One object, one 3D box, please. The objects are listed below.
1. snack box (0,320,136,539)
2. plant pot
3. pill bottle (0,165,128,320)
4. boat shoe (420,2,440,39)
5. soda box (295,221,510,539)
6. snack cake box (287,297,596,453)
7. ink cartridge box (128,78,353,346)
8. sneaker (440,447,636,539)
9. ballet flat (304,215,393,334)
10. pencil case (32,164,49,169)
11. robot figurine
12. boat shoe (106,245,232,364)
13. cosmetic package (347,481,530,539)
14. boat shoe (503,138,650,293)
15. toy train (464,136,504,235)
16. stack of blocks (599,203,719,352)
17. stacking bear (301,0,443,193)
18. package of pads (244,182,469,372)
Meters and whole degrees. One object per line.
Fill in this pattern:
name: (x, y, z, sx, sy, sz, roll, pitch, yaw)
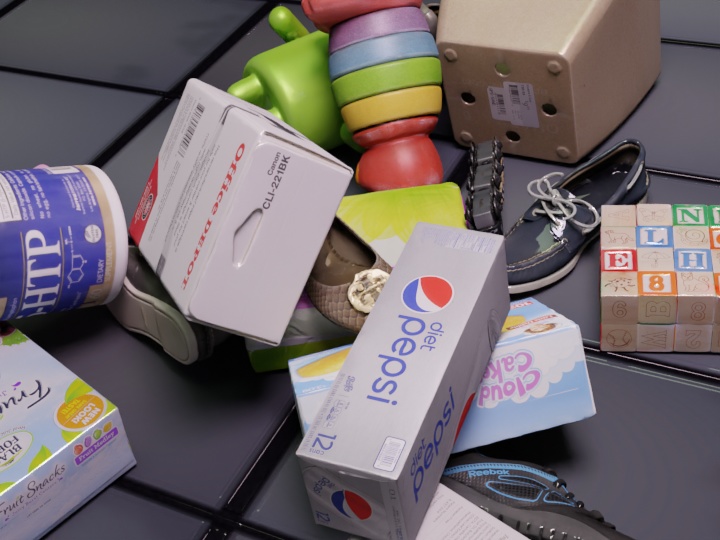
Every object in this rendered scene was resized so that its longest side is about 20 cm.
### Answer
snack box: (-0.298, 0.130, 0.809, 0.199, 0.068, 0.168, 27, 50, 35)
plant pot: (0.174, -0.223, 1.050, 0.198, 0.201, 0.178, 14, 55, 26)
pill bottle: (-0.300, -0.018, 0.852, 0.198, 0.121, 0.119, -10, 33, -36)
boat shoe: (0.081, -0.249, 1.130, 0.060, 0.072, 0.201, -40, -4, 21)
soda box: (0.033, 0.063, 0.645, 0.063, 0.069, 0.201, 9, 45, 22)
snack cake box: (0.052, 0.082, 0.756, 0.197, 0.068, 0.115, -14, 8, -5)
ink cartridge box: (-0.101, -0.051, 0.827, 0.083, 0.146, 0.200, 19, 11, -29)
sneaker: (0.122, 0.161, 0.677, 0.198, 0.074, 0.082, 19, 39, 28)
ballet flat: (-0.026, -0.019, 0.841, 0.067, 0.047, 0.200, -24, 42, -15)
pencil case: (-0.358, -0.020, 0.995, 0.087, 0.088, 0.199, 28, 53, 37)
robot figurine: (-0.042, -0.184, 1.095, 0.198, 0.116, 0.177, -26, 68, -21)
boat shoe: (-0.173, 0.021, 0.915, 0.057, 0.068, 0.199, -23, 35, -31)
cosmetic package: (0.088, 0.214, 0.594, 0.199, 0.109, 0.085, 26, 51, 38)
boat shoe: (0.182, -0.050, 0.927, 0.199, 0.062, 0.075, -30, 45, -22)
toy train: (0.116, -0.073, 0.957, 0.034, 0.046, 0.201, -13, 23, 13)
stack of blocks: (0.290, 0.005, 0.840, 0.197, 0.059, 0.116, 1, 40, 13)
stacking bear: (0.024, -0.156, 0.985, 0.112, 0.203, 0.121, -11, 3, 6)
package of pads: (0.000, 0.000, 0.901, 0.197, 0.069, 0.156, -8, 39, 2)
